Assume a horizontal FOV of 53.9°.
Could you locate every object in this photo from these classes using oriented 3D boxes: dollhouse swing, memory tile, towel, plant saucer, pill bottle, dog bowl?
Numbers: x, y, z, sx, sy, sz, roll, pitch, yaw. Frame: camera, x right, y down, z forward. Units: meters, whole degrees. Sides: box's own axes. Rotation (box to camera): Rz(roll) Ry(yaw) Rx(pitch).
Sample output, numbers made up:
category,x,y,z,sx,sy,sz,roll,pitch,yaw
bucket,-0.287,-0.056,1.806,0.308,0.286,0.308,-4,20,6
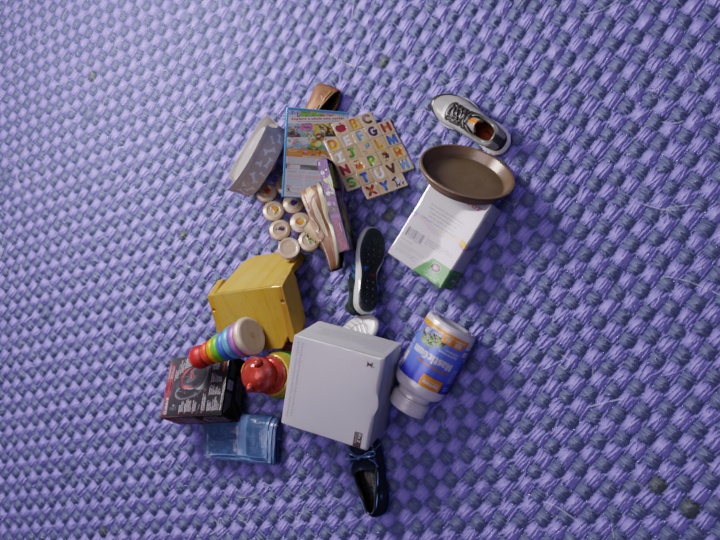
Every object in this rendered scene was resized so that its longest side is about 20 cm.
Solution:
category,x,y,z,sx,sy,sz,roll,pitch,yaw
dollhouse swing,-0.213,0.067,1.630,0.199,0.176,0.183,-9,102,24
memory tile,-0.146,-0.132,1.630,0.152,0.017,0.201,-20,74,-11
towel,-0.277,0.390,1.657,0.198,0.048,0.113,-1,83,26
plant saucer,0.213,-0.192,1.430,0.199,0.200,0.030,34,133,24
pill bottle,0.141,0.196,1.446,0.112,0.112,0.201,31,97,25
dog bowl,-0.241,-0.262,1.652,0.200,0.058,0.201,-49,23,29

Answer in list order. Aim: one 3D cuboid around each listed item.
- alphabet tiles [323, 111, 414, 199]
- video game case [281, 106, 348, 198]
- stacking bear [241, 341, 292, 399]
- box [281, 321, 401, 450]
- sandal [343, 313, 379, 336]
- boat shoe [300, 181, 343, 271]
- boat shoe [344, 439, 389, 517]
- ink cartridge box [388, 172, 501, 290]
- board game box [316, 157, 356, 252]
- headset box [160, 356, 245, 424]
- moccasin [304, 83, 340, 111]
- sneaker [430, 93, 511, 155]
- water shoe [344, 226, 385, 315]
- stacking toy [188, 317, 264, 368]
category,x,y,z,sx,sy,sz,roll,pitch,yaw
alphabet tiles,0.019,-0.255,1.560,0.165,0.006,0.201,-20,72,-16
video game case,-0.103,-0.262,1.608,0.142,0.018,0.202,3,95,-10
stacking bear,-0.188,0.226,1.549,0.113,0.200,0.122,25,95,25
box,-0.038,0.233,1.466,0.198,0.131,0.201,14,102,17
sandal,-0.024,0.175,1.564,0.203,0.050,0.083,-50,51,18
boat shoe,-0.087,-0.094,1.578,0.073,0.076,0.202,-14,81,6
boat shoe,0.017,0.417,1.502,0.084,0.069,0.201,-28,71,20
ink cartridge box,0.176,-0.081,1.475,0.145,0.087,0.201,35,100,24
board game box,-0.050,-0.140,1.548,0.032,0.120,0.202,-14,91,12
headset box,-0.380,0.283,1.682,0.198,0.075,0.150,-8,62,24
moccasin,-0.103,-0.333,1.649,0.077,0.074,0.202,25,85,34
sneaker,0.226,-0.317,1.483,0.200,0.079,0.074,38,102,25
water shoe,0.000,0.000,1.555,0.079,0.071,0.202,-20,55,53
stacking toy,-0.306,0.173,1.565,0.199,0.085,0.086,-26,74,33
